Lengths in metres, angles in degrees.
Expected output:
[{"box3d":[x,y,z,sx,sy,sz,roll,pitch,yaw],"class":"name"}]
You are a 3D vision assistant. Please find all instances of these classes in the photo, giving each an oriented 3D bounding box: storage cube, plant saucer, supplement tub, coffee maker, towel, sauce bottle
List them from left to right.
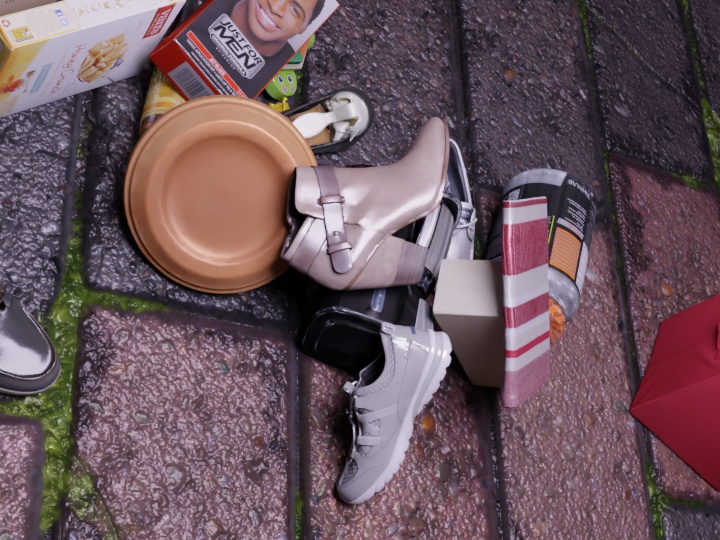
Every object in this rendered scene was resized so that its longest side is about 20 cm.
[{"box3d":[-0.193,-0.214,1.152,0.066,0.066,0.201,21,54,-24],"class":"sauce bottle"},{"box3d":[-0.134,-0.072,1.060,0.199,0.037,0.201,-3,103,-12],"class":"plant saucer"},{"box3d":[0.000,0.000,1.150,0.191,0.135,0.201,8,55,11],"class":"coffee maker"},{"box3d":[0.165,0.027,1.082,0.144,0.023,0.201,-13,103,-67],"class":"towel"},{"box3d":[0.212,-0.014,1.287,0.122,0.122,0.201,32,54,-17],"class":"supplement tub"},{"box3d":[0.483,0.147,1.354,0.200,0.180,0.171,41,51,-12],"class":"storage cube"}]

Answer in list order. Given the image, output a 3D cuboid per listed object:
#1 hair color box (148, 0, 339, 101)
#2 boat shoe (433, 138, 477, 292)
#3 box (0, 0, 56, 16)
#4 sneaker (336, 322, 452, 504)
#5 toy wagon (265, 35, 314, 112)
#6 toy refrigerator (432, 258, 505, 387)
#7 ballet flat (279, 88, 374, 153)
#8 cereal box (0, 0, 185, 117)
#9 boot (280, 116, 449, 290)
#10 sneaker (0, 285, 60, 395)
[{"box3d":[-0.118,-0.253,1.122,0.102,0.061,0.200,49,55,-20],"class":"hair color box"},{"box3d":[0.108,-0.064,1.275,0.072,0.068,0.201,12,61,-29],"class":"boat shoe"},{"box3d":[-0.330,-0.300,1.011,0.095,0.200,0.078,-34,88,-39],"class":"box"},{"box3d":[0.014,0.137,1.063,0.082,0.201,0.075,22,13,-11],"class":"sneaker"},{"box3d":[-0.107,-0.280,1.223,0.155,0.039,0.201,-18,92,-57],"class":"toy wagon"},{"box3d":[0.142,0.059,1.157,0.200,0.076,0.070,56,41,-57],"class":"toy refrigerator"},{"box3d":[-0.039,-0.167,1.226,0.200,0.068,0.068,-28,101,-39],"class":"ballet flat"},{"box3d":[-0.280,-0.215,1.040,0.200,0.144,0.040,-28,85,-39],"class":"cereal box"},{"box3d":[0.003,-0.076,1.052,0.146,0.070,0.201,15,72,-14],"class":"boot"},{"box3d":[-0.333,0.026,0.909,0.200,0.106,0.075,40,51,-11],"class":"sneaker"}]
